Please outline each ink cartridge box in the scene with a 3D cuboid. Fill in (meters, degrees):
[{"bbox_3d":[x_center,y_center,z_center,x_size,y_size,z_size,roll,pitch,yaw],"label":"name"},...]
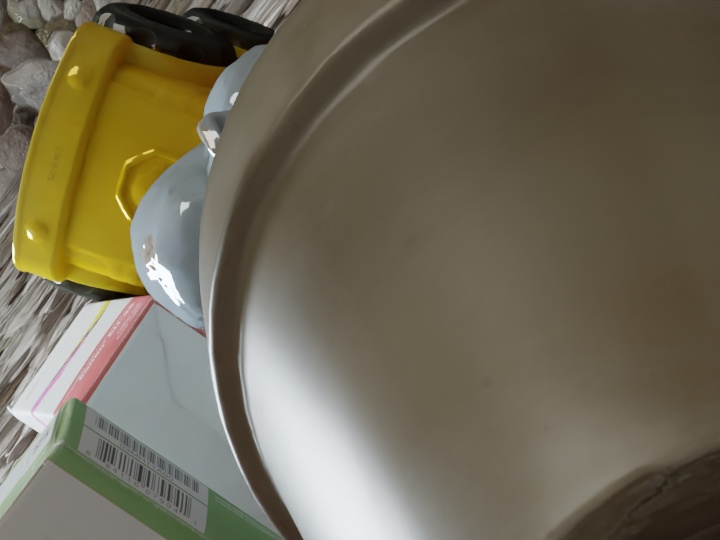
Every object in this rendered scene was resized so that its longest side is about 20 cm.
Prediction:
[{"bbox_3d":[-0.087,0.070,1.074,0.068,0.116,0.200,-57,14,-12],"label":"ink cartridge box"},{"bbox_3d":[-0.102,0.165,0.824,0.200,0.145,0.048,-51,13,13],"label":"ink cartridge box"}]

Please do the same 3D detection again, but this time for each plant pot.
[{"bbox_3d":[0.067,0.034,0.469,0.200,0.200,0.174,-50,19,19],"label":"plant pot"}]

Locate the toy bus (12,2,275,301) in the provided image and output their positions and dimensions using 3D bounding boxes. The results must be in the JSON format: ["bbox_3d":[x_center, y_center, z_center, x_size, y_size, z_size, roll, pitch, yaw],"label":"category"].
[{"bbox_3d":[-0.041,-0.040,1.137,0.200,0.192,0.136,-15,-58,-68],"label":"toy bus"}]

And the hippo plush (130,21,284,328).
[{"bbox_3d":[0.000,0.000,0.846,0.200,0.161,0.159,-46,15,33],"label":"hippo plush"}]
